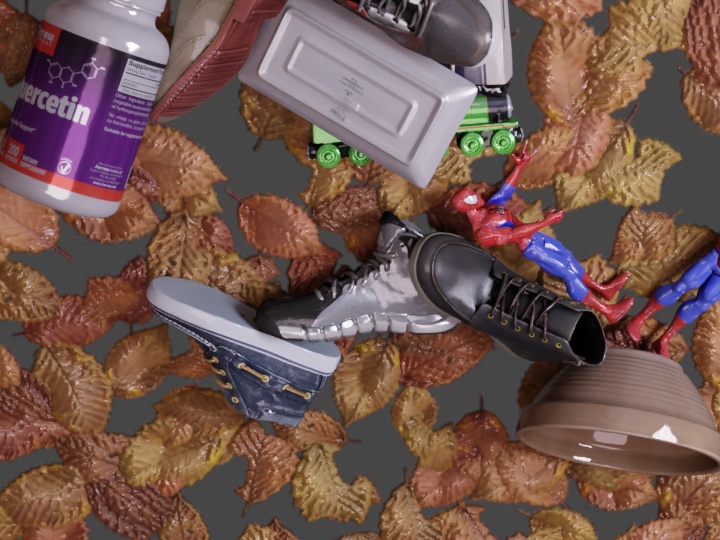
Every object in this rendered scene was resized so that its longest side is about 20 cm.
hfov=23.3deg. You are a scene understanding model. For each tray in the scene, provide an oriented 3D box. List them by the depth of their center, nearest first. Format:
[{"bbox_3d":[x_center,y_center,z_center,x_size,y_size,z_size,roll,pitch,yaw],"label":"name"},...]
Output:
[{"bbox_3d":[-0.007,-0.163,1.527,0.199,0.022,0.108,31,113,6],"label":"tray"}]

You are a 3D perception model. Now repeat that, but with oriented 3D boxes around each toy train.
[{"bbox_3d":[0.048,-0.129,1.580,0.199,0.042,0.057,-5,106,-2],"label":"toy train"}]

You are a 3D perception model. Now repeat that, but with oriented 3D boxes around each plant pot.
[{"bbox_3d":[0.254,0.131,1.671,0.200,0.201,0.093,14,74,-11],"label":"plant pot"}]

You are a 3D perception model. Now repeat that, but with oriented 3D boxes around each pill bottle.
[{"bbox_3d":[-0.233,-0.153,1.489,0.112,0.112,0.201,17,97,-13],"label":"pill bottle"}]

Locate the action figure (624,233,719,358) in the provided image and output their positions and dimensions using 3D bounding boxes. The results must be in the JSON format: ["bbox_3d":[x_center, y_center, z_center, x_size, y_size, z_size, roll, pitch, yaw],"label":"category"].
[{"bbox_3d":[0.341,0.010,1.635,0.065,0.099,0.200,33,107,-20],"label":"action figure"}]

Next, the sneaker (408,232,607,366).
[{"bbox_3d":[0.140,0.025,1.602,0.200,0.106,0.075,32,76,-36],"label":"sneaker"}]

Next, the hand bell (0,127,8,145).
[{"bbox_3d":[-0.413,-0.128,1.529,0.199,0.104,0.104,29,111,-4],"label":"hand bell"}]

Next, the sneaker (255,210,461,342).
[{"bbox_3d":[0.000,0.000,1.627,0.199,0.075,0.116,-3,112,-15],"label":"sneaker"}]

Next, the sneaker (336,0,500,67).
[{"bbox_3d":[0.022,-0.227,1.465,0.199,0.082,0.077,32,118,13],"label":"sneaker"}]

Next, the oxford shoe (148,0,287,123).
[{"bbox_3d":[-0.133,-0.214,1.520,0.075,0.070,0.200,48,115,13],"label":"oxford shoe"}]

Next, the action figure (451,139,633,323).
[{"bbox_3d":[0.181,-0.040,1.621,0.199,0.065,0.099,27,117,-18],"label":"action figure"}]

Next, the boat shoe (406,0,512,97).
[{"bbox_3d":[0.079,-0.248,1.509,0.092,0.075,0.201,0,106,13],"label":"boat shoe"}]

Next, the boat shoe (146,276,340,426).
[{"bbox_3d":[-0.123,0.081,1.648,0.199,0.071,0.091,24,108,-18],"label":"boat shoe"}]
